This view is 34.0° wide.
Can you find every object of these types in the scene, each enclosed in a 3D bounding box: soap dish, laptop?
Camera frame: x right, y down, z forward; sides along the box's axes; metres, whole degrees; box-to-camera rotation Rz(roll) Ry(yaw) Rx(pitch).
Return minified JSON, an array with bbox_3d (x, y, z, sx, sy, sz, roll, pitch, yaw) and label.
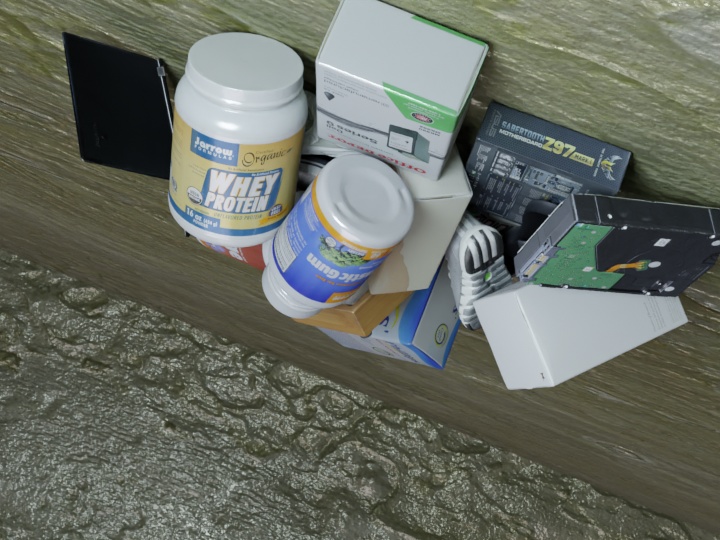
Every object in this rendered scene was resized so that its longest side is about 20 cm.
[{"bbox_3d":[0.000,0.000,1.513,0.157,0.200,0.081,9,129,42],"label":"soap dish"},{"bbox_3d":[-0.281,-0.161,1.429,0.116,0.188,0.200,-9,152,-10],"label":"laptop"}]

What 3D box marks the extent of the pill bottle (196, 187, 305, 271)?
[{"bbox_3d":[-0.107,-0.054,1.459,0.200,0.112,0.112,21,168,35],"label":"pill bottle"}]

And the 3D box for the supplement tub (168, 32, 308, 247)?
[{"bbox_3d":[-0.135,-0.142,1.289,0.144,0.145,0.200,19,130,10],"label":"supplement tub"}]

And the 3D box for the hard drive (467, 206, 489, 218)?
[{"bbox_3d":[0.058,-0.109,1.495,0.140,0.038,0.200,30,165,-29],"label":"hard drive"}]

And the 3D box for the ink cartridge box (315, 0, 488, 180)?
[{"bbox_3d":[0.036,-0.177,1.175,0.146,0.084,0.200,21,167,4],"label":"ink cartridge box"}]

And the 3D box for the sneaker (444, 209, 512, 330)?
[{"bbox_3d":[0.128,-0.019,1.449,0.116,0.075,0.200,52,163,32],"label":"sneaker"}]

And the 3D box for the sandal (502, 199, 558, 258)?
[{"bbox_3d":[0.208,-0.031,1.335,0.076,0.043,0.200,21,166,0],"label":"sandal"}]

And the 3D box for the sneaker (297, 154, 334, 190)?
[{"bbox_3d":[-0.063,-0.137,1.468,0.078,0.080,0.200,33,171,-21],"label":"sneaker"}]

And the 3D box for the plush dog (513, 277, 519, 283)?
[{"bbox_3d":[0.275,0.043,1.565,0.199,0.161,0.172,18,142,18],"label":"plush dog"}]

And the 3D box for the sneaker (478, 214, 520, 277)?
[{"bbox_3d":[0.165,-0.033,1.512,0.200,0.088,0.074,10,162,41],"label":"sneaker"}]

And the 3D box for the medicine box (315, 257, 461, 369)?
[{"bbox_3d":[0.052,0.027,1.715,0.200,0.183,0.103,10,162,41],"label":"medicine box"}]

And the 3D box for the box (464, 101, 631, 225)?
[{"bbox_3d":[0.194,-0.101,1.290,0.157,0.051,0.200,21,165,4],"label":"box"}]

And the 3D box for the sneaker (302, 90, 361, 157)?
[{"bbox_3d":[-0.025,-0.155,1.378,0.200,0.078,0.099,14,169,36],"label":"sneaker"}]

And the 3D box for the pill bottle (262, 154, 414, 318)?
[{"bbox_3d":[-0.033,-0.028,1.274,0.112,0.112,0.200,25,141,-13],"label":"pill bottle"}]

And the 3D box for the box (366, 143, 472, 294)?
[{"bbox_3d":[0.057,-0.063,1.352,0.077,0.095,0.200,-6,149,-17],"label":"box"}]

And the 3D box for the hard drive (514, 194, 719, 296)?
[{"bbox_3d":[0.280,-0.024,1.240,0.199,0.038,0.140,4,151,-18],"label":"hard drive"}]

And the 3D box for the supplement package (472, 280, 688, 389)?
[{"bbox_3d":[0.259,0.048,1.398,0.120,0.200,0.121,68,160,-1],"label":"supplement package"}]
